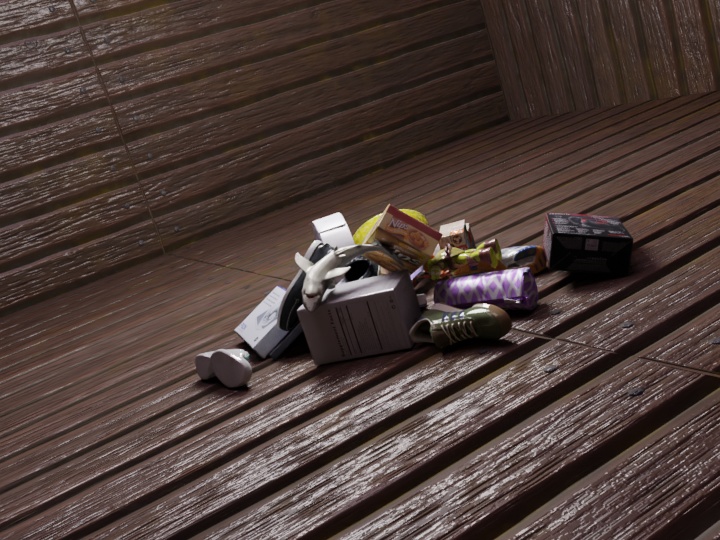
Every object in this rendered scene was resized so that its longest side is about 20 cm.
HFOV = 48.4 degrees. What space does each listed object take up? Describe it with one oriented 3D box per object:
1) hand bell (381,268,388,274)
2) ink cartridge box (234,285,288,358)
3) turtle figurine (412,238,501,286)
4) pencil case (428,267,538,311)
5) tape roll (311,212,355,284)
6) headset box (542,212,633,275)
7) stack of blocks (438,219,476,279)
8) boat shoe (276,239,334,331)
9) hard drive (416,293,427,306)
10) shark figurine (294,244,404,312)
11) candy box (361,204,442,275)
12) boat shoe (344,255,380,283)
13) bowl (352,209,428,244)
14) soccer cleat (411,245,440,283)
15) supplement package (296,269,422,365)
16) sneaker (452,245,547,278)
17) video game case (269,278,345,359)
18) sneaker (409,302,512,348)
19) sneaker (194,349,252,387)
[{"bbox_3d":[0.052,0.032,1.679,0.104,0.104,0.200,-22,9,-18],"label":"hand bell"},{"bbox_3d":[-0.178,0.089,1.756,0.200,0.041,0.200,-46,19,-10],"label":"ink cartridge box"},{"bbox_3d":[0.187,-0.022,1.544,0.161,0.065,0.200,-13,0,24],"label":"turtle figurine"},{"bbox_3d":[0.233,0.048,1.493,0.199,0.084,0.086,-11,36,32],"label":"pencil case"},{"bbox_3d":[-0.051,-0.034,1.907,0.071,0.203,0.202,-19,14,-6],"label":"tape roll"},{"bbox_3d":[0.439,-0.058,1.569,0.148,0.075,0.200,4,17,7],"label":"headset box"},{"bbox_3d":[0.223,-0.051,1.814,0.058,0.116,0.200,-14,13,14],"label":"stack of blocks"},{"bbox_3d":[-0.105,0.037,1.625,0.060,0.201,0.076,23,-1,19],"label":"boat shoe"},{"bbox_3d":[0.025,0.083,1.652,0.199,0.025,0.132,-13,-2,20],"label":"hard drive"},{"bbox_3d":[-0.034,0.001,1.514,0.214,0.090,0.128,-31,51,-16],"label":"shark figurine"},{"bbox_3d":[0.072,-0.051,1.548,0.055,0.115,0.200,-62,3,-16],"label":"candy box"},{"bbox_3d":[0.000,0.000,1.658,0.075,0.062,0.200,-33,25,13],"label":"boat shoe"},{"bbox_3d":[0.085,-0.041,1.910,0.200,0.200,0.108,-18,56,-1],"label":"bowl"},{"bbox_3d":[0.118,-0.014,1.799,0.200,0.073,0.068,-50,-4,-37],"label":"soccer cleat"},{"bbox_3d":[0.003,0.089,1.522,0.199,0.120,0.121,-12,15,21],"label":"supplement package"},{"bbox_3d":[0.286,-0.005,1.673,0.199,0.076,0.088,-9,5,-4],"label":"sneaker"},{"bbox_3d":[-0.106,0.100,1.690,0.143,0.019,0.200,-46,0,26],"label":"video game case"},{"bbox_3d":[0.165,0.105,1.392,0.090,0.067,0.200,-35,20,-30],"label":"sneaker"},{"bbox_3d":[-0.253,0.183,1.599,0.088,0.076,0.200,-13,7,-34],"label":"sneaker"}]
